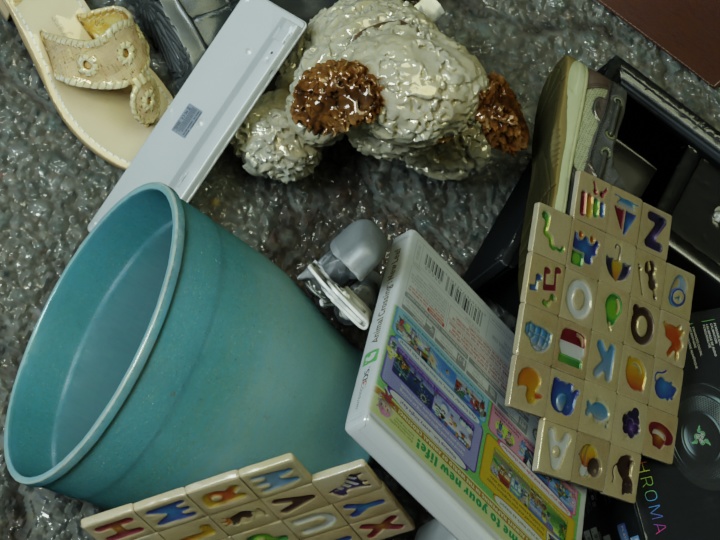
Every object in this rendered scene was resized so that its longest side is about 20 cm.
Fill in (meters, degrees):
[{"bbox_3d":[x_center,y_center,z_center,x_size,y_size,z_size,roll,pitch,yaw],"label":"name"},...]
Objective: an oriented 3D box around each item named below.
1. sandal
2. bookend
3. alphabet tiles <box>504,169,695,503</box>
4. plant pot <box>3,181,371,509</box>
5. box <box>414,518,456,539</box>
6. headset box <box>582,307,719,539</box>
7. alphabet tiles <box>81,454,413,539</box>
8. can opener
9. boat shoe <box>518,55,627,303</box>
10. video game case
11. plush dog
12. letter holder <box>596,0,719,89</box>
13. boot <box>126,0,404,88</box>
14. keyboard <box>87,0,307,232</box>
[{"bbox_3d":[-0.187,-0.159,1.253,0.077,0.070,0.212,-36,87,-27],"label":"sandal"},{"bbox_3d":[0.205,-0.014,1.340,0.198,0.092,0.201,36,64,-6],"label":"bookend"},{"bbox_3d":[0.161,0.044,1.199,0.166,0.006,0.202,21,72,-39],"label":"alphabet tiles"},{"bbox_3d":[-0.094,0.077,1.146,0.187,0.199,0.202,29,63,-25],"label":"plant pot"},{"bbox_3d":[0.088,0.276,1.186,0.151,0.106,0.201,27,65,-10],"label":"box"},{"bbox_3d":[0.249,0.123,1.309,0.198,0.093,0.176,-8,75,-24],"label":"headset box"},{"bbox_3d":[-0.074,0.166,1.108,0.198,0.167,0.006,-19,56,10],"label":"alphabet tiles"},{"bbox_3d":[0.000,0.000,1.198,0.053,0.200,0.067,45,96,-1],"label":"can opener"},{"bbox_3d":[0.151,-0.053,1.241,0.065,0.072,0.203,13,63,-9],"label":"boat shoe"},{"bbox_3d":[0.075,0.097,1.146,0.200,0.022,0.183,46,34,-23],"label":"video game case"},{"bbox_3d":[0.023,-0.130,1.243,0.198,0.172,0.162,-1,106,-23],"label":"plush dog"},{"bbox_3d":[0.252,-0.262,1.417,0.199,0.142,0.101,35,63,-6],"label":"letter holder"},{"bbox_3d":[-0.075,-0.236,1.324,0.199,0.066,0.166,-28,92,-24],"label":"boot"},{"bbox_3d":[-0.112,-0.098,1.240,0.056,0.011,0.201,32,86,31],"label":"keyboard"}]
